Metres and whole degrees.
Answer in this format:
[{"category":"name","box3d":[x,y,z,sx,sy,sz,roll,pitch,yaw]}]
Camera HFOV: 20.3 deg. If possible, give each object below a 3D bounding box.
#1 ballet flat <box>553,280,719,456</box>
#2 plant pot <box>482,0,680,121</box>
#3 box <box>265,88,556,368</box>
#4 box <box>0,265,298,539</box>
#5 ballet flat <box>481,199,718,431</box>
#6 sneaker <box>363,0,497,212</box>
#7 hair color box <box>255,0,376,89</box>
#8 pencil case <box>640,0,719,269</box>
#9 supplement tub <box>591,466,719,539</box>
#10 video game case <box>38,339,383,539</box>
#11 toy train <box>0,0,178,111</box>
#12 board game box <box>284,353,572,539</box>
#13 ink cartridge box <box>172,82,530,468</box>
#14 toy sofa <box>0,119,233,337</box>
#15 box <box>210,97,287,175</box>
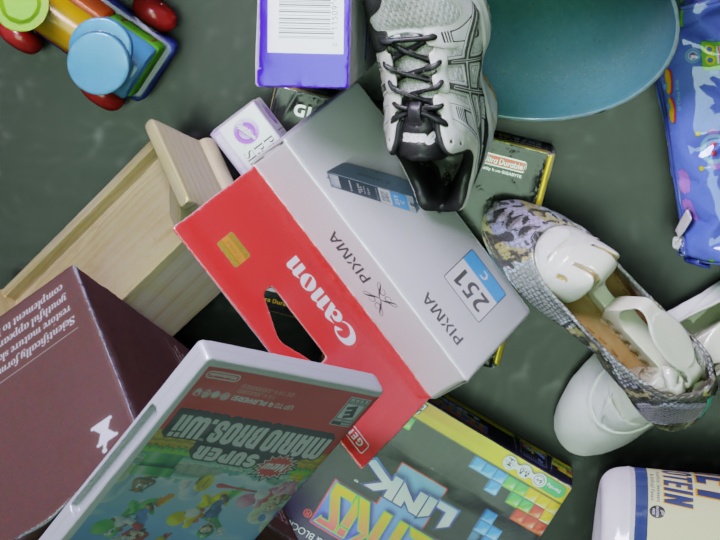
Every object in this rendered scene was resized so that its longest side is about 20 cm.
[{"category":"ballet flat","box3d":[0.217,0.065,1.403,0.200,0.069,0.069,-36,95,10]},{"category":"plant pot","box3d":[0.112,-0.212,1.313,0.200,0.200,0.135,9,57,4]},{"category":"box","box3d":[0.021,-0.034,1.412,0.200,0.049,0.160,15,103,2]},{"category":"box","box3d":[-0.177,0.137,1.355,0.166,0.200,0.164,-34,52,10]},{"category":"ballet flat","box3d":[0.166,0.019,1.340,0.072,0.072,0.200,-44,87,11]},{"category":"sneaker","box3d":[0.046,-0.116,1.275,0.076,0.088,0.200,-1,143,20]},{"category":"hair color box","box3d":[-0.026,-0.181,1.311,0.065,0.200,0.109,3,101,6]},{"category":"pencil case","box3d":[0.241,-0.095,1.364,0.087,0.078,0.200,-13,99,-16]},{"category":"supplement tub","box3d":[0.260,0.214,1.385,0.200,0.145,0.145,5,101,4]},{"category":"video game case","box3d":[-0.096,0.125,1.240,0.200,0.143,0.017,-50,48,26]},{"category":"toy train","box3d":[-0.226,-0.187,1.371,0.200,0.116,0.085,35,101,-2]},{"category":"board game box","box3d":[0.025,0.165,1.443,0.200,0.057,0.165,30,100,-1]},{"category":"ink cartridge box","box3d":[0.000,0.000,1.313,0.200,0.176,0.045,52,136,-5]},{"category":"toy sofa","box3d":[-0.163,-0.003,1.402,0.200,0.098,0.083,-43,52,21]},{"category":"box","box3d":[-0.025,-0.027,1.372,0.041,0.039,0.200,-36,95,9]}]
